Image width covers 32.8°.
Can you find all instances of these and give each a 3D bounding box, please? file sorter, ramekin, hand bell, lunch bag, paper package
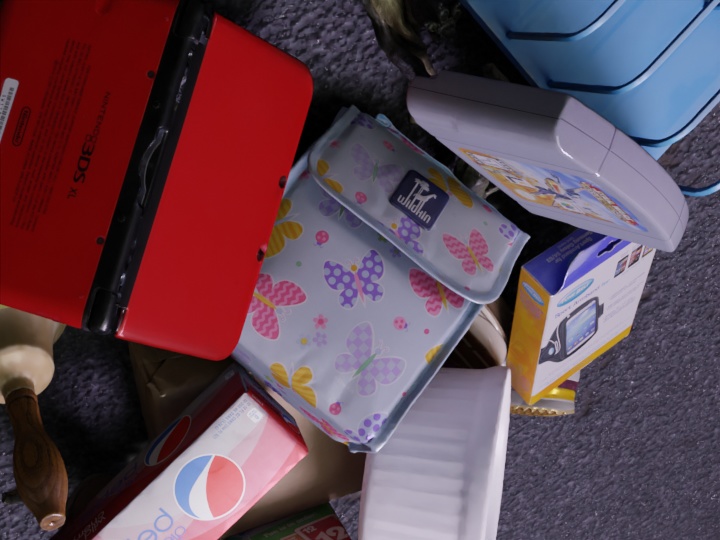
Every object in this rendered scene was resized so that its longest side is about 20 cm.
[{"bbox_3d":[0.187,-0.163,0.800,0.139,0.123,0.200,-46,111,-4],"label":"file sorter"},{"bbox_3d":[0.062,0.171,0.979,0.097,0.201,0.201,7,135,10],"label":"ramekin"},{"bbox_3d":[-0.228,0.095,0.833,0.104,0.200,0.104,-16,136,-16],"label":"hand bell"},{"bbox_3d":[0.000,0.000,0.859,0.200,0.170,0.127,-50,-178,-15],"label":"lunch bag"},{"bbox_3d":[-0.080,0.106,0.995,0.190,0.104,0.200,-15,134,-15],"label":"paper package"}]

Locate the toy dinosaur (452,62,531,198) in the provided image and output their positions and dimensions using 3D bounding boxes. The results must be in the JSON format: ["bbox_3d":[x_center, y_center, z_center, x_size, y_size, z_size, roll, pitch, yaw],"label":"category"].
[{"bbox_3d":[0.100,-0.101,0.924,0.088,0.047,0.200,-44,163,-32],"label":"toy dinosaur"}]

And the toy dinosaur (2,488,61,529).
[{"bbox_3d":[-0.226,0.203,0.996,0.047,0.088,0.200,-45,129,-4],"label":"toy dinosaur"}]

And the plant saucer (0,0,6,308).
[{"bbox_3d":[-0.217,-0.065,0.759,0.200,0.031,0.201,-15,117,-31],"label":"plant saucer"}]

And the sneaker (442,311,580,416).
[{"bbox_3d":[0.099,0.076,1.098,0.199,0.090,0.075,10,168,-12],"label":"sneaker"}]

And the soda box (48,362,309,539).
[{"bbox_3d":[-0.134,0.163,0.863,0.200,0.063,0.070,-44,110,1],"label":"soda box"}]

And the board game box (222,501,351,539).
[{"bbox_3d":[-0.071,0.217,1.049,0.095,0.200,0.030,-14,106,-13],"label":"board game box"}]

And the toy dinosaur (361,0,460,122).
[{"bbox_3d":[0.032,-0.156,0.816,0.047,0.088,0.200,-37,137,-8],"label":"toy dinosaur"}]

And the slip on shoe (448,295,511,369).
[{"bbox_3d":[0.063,0.003,1.002,0.200,0.076,0.061,46,58,-29],"label":"slip on shoe"}]

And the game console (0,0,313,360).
[{"bbox_3d":[-0.141,-0.063,0.746,0.119,0.172,0.201,45,61,-83],"label":"game console"}]

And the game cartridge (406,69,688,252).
[{"bbox_3d":[0.132,-0.066,0.791,0.200,0.133,0.042,29,86,-50],"label":"game cartridge"}]

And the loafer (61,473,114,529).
[{"bbox_3d":[-0.148,0.225,0.951,0.071,0.073,0.200,-3,139,41],"label":"loafer"}]

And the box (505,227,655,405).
[{"bbox_3d":[0.178,0.020,0.988,0.119,0.041,0.200,-32,150,-19],"label":"box"}]
